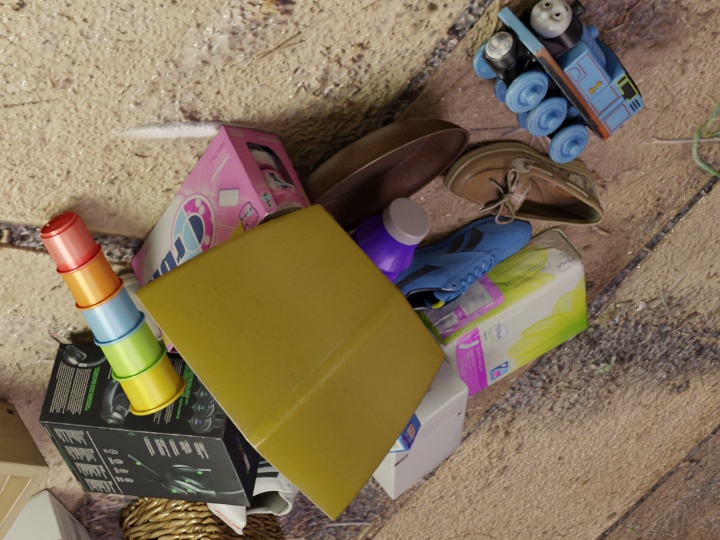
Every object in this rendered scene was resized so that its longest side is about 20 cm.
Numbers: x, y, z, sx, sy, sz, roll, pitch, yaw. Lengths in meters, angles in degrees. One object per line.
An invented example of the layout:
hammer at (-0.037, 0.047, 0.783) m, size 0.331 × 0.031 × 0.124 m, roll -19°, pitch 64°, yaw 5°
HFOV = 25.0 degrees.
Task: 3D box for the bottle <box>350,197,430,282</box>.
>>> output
bottle at (0.000, 0.000, 1.638) m, size 0.084 × 0.065 × 0.200 m, roll -42°, pitch 176°, yaw -45°

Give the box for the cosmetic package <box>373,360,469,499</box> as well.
cosmetic package at (0.055, 0.173, 1.843) m, size 0.113 × 0.081 × 0.200 m, roll -37°, pitch 159°, yaw -13°

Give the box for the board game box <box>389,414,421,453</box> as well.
board game box at (-0.048, 0.107, 1.663) m, size 0.152 × 0.045 × 0.200 m, roll -11°, pitch 122°, yaw 32°

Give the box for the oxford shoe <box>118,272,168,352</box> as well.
oxford shoe at (-0.202, 0.066, 1.631) m, size 0.075 × 0.058 × 0.200 m, roll -27°, pitch 145°, yaw 2°

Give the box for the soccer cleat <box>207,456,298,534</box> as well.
soccer cleat at (-0.089, 0.238, 1.890) m, size 0.200 × 0.085 × 0.069 m, roll -25°, pitch 149°, yaw -33°

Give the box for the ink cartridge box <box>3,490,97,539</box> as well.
ink cartridge box at (-0.336, 0.364, 1.853) m, size 0.084 × 0.145 × 0.200 m, roll -26°, pitch 146°, yaw 0°

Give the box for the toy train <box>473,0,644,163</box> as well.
toy train at (0.189, -0.186, 1.551) m, size 0.114 × 0.087 × 0.200 m, roll -43°, pitch 143°, yaw 6°

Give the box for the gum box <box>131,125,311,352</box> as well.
gum box at (-0.126, -0.029, 1.505) m, size 0.066 × 0.114 × 0.200 m, roll 6°, pitch 134°, yaw -40°

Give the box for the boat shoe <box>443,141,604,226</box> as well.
boat shoe at (0.176, -0.085, 1.688) m, size 0.199 × 0.063 × 0.073 m, roll 2°, pitch 137°, yaw -36°

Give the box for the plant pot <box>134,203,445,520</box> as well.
plant pot at (-0.044, 0.065, 1.427) m, size 0.176 × 0.200 × 0.200 m, roll -40°, pitch 147°, yaw -3°

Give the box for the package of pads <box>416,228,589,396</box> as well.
package of pads at (0.164, 0.053, 1.848) m, size 0.200 × 0.068 × 0.155 m, roll -30°, pitch 148°, yaw -10°

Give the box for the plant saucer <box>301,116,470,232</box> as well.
plant saucer at (0.010, -0.092, 1.544) m, size 0.200 × 0.037 × 0.200 m, roll -29°, pitch 168°, yaw -7°

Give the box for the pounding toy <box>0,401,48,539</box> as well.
pounding toy at (-0.455, 0.212, 1.602) m, size 0.184 × 0.142 × 0.200 m, roll 16°, pitch 116°, yaw -47°

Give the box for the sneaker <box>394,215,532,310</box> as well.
sneaker at (0.104, 0.003, 1.745) m, size 0.199 × 0.079 × 0.066 m, roll -20°, pitch 144°, yaw -14°

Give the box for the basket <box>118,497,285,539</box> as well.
basket at (-0.182, 0.348, 1.938) m, size 0.143 × 0.149 × 0.200 m, roll -37°, pitch 146°, yaw 14°

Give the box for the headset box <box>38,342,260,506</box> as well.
headset box at (-0.198, 0.158, 1.636) m, size 0.199 × 0.093 × 0.174 m, roll 4°, pitch 150°, yaw 10°

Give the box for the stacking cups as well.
stacking cups at (-0.231, 0.036, 1.501) m, size 0.060 × 0.061 × 0.200 m, roll -26°, pitch 111°, yaw -2°
